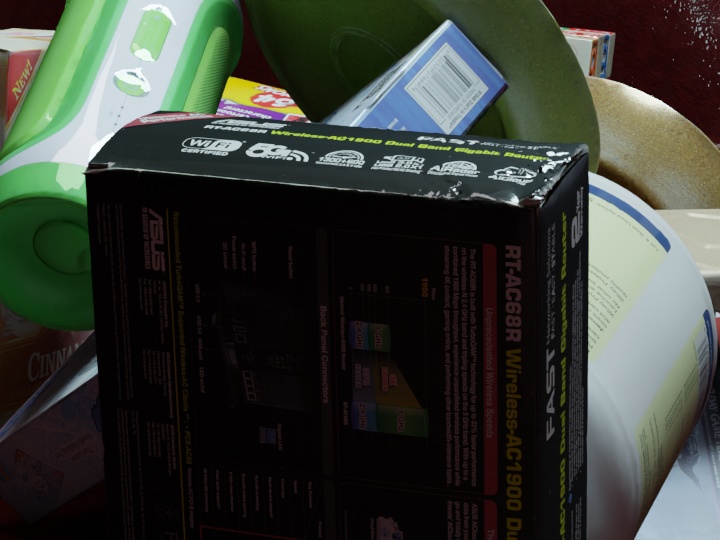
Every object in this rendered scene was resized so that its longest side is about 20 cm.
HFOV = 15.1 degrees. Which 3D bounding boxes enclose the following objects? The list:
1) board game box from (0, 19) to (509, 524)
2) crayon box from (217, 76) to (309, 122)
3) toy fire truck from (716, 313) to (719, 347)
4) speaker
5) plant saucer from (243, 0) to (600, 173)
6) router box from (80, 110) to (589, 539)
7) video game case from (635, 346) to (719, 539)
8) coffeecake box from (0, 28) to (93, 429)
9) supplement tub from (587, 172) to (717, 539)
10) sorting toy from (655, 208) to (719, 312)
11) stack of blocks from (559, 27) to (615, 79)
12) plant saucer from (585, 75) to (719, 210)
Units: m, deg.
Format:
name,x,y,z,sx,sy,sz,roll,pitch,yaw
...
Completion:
name,x,y,z,sx,sy,sz,roll,pitch,yaw
board game box,-0.052,0.003,1.139,0.200,0.043,0.199,-49,10,-35
crayon box,-0.085,-0.052,1.532,0.200,0.058,0.173,15,27,29
toy fire truck,0.125,0.056,1.331,0.200,0.112,0.168,-2,28,-31
speaker,-0.106,-0.063,1.177,0.088,0.088,0.200,5,39,8
plant saucer,0.016,-0.092,1.195,0.200,0.200,0.031,12,50,48
router box,-0.005,0.052,0.885,0.150,0.200,0.062,7,23,18
video game case,0.061,0.073,1.153,0.200,0.019,0.143,2,45,-6
coffeecake box,-0.169,-0.011,1.283,0.073,0.200,0.154,6,8,17
supplement tub,0.045,0.055,1.019,0.145,0.145,0.200,6,23,18
sorting toy,0.151,0.001,1.240,0.185,0.036,0.200,-1,9,-27
stack of blocks,0.112,-0.050,1.688,0.059,0.200,0.115,7,9,11
plant saucer,0.119,-0.006,1.462,0.200,0.200,0.035,8,29,28
